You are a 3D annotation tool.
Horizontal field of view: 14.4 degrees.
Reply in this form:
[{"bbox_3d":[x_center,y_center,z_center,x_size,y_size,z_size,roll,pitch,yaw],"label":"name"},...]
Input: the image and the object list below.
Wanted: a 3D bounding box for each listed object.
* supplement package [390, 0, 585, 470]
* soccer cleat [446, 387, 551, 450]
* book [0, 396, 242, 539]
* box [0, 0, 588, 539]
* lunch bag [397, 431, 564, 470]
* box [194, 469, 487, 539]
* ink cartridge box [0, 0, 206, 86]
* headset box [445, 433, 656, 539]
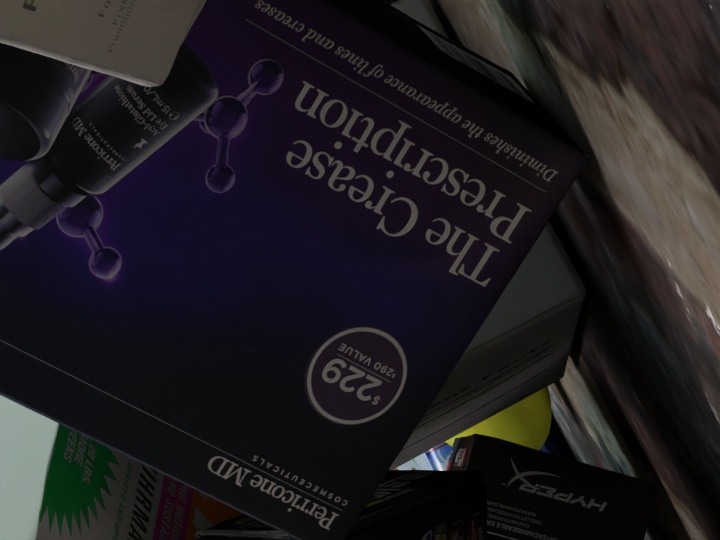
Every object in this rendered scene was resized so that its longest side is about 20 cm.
[{"bbox_3d":[0.000,0.000,1.036,0.122,0.119,0.200,62,177,10],"label":"supplement package"},{"bbox_3d":[0.022,-0.002,1.204,0.201,0.065,0.084,63,175,-7],"label":"soccer cleat"},{"bbox_3d":[-0.065,0.100,0.920,0.200,0.048,0.134,55,-144,-48],"label":"book"},{"bbox_3d":[-0.060,-0.030,0.796,0.200,0.141,0.079,28,-167,-24],"label":"box"},{"bbox_3d":[0.047,0.072,1.386,0.201,0.075,0.160,61,173,5],"label":"lunch bag"},{"bbox_3d":[-0.001,0.172,0.918,0.160,0.044,0.201,-6,-84,-70],"label":"box"},{"bbox_3d":[-0.140,-0.098,0.622,0.160,0.050,0.200,24,-177,21],"label":"ink cartridge box"},{"bbox_3d":[0.049,0.169,1.110,0.149,0.077,0.201,96,-170,-87],"label":"headset box"}]
